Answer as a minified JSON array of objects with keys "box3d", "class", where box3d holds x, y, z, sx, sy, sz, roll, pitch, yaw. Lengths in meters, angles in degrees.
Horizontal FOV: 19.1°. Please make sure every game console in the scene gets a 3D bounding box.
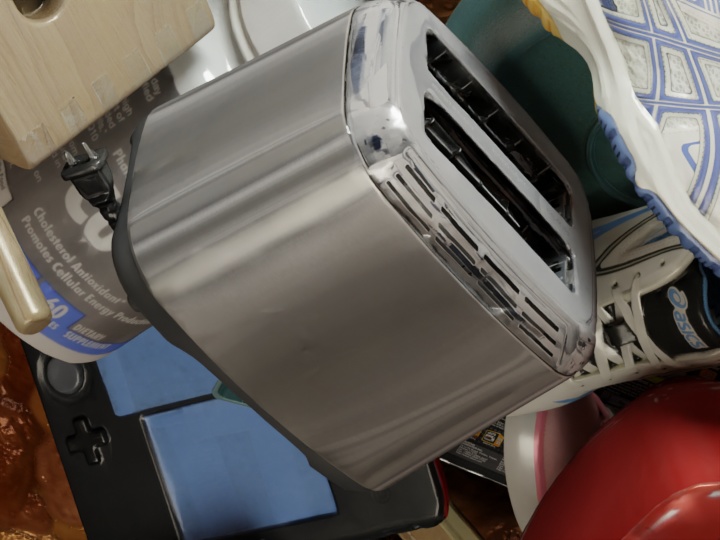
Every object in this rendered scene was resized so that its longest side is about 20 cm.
[{"box3d":[-0.067,0.055,1.023,0.199,0.031,0.178,-15,92,27],"class":"game console"}]

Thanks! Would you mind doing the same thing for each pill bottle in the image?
[{"box3d":[-0.075,-0.053,0.930,0.200,0.114,0.114,-33,114,26],"class":"pill bottle"}]

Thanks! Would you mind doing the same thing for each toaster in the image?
[{"box3d":[0.000,-0.015,0.800,0.129,0.114,0.200,-27,126,26],"class":"toaster"}]

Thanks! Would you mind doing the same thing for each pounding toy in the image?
[{"box3d":[-0.163,-0.113,0.843,0.184,0.142,0.201,22,145,49],"class":"pounding toy"}]

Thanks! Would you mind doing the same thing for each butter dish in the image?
[{"box3d":[0.146,0.109,0.869,0.199,0.148,0.200,9,136,-26],"class":"butter dish"}]

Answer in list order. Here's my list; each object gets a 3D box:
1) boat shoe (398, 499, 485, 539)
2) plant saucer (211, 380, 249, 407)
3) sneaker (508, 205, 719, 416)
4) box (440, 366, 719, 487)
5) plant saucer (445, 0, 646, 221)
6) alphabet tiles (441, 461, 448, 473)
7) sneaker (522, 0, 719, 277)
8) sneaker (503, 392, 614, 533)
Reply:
[{"box3d":[0.056,0.177,1.047,0.064,0.200,0.071,-39,146,-2],"class":"boat shoe"},{"box3d":[0.000,0.000,0.909,0.070,0.019,0.200,17,136,-13],"class":"plant saucer"},{"box3d":[0.114,0.013,0.850,0.199,0.072,0.072,-24,101,30],"class":"sneaker"},{"box3d":[0.122,0.047,1.005,0.199,0.044,0.161,22,130,-4],"class":"box"},{"box3d":[0.123,-0.053,0.859,0.199,0.028,0.201,9,138,8],"class":"plant saucer"},{"box3d":[-0.044,0.055,1.093,0.199,0.006,0.167,20,132,0],"class":"alphabet tiles"},{"box3d":[0.124,-0.081,0.747,0.088,0.075,0.200,-35,90,31],"class":"sneaker"},{"box3d":[0.134,0.111,0.974,0.104,0.076,0.201,-4,135,22],"class":"sneaker"}]
